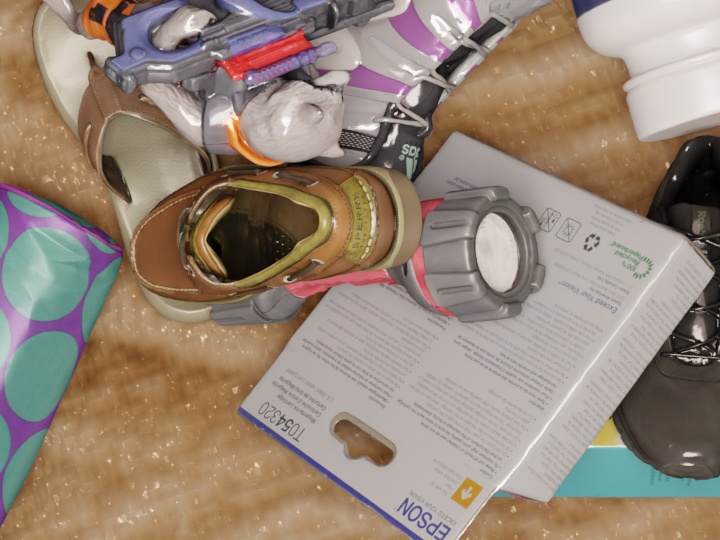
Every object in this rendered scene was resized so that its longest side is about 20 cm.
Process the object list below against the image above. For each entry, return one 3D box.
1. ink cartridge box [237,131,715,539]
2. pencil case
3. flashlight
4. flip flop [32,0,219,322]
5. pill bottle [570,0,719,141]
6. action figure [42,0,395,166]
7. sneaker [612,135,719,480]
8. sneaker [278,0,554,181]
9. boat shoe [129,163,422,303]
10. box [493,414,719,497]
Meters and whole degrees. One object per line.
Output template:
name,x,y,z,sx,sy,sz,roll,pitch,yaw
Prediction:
ink cartridge box,0.055,0.039,1.163,0.200,0.196,0.043,-53,130,-5
pencil case,-0.204,0.056,1.225,0.085,0.092,0.201,26,87,-38
flashlight,0.000,0.000,1.167,0.200,0.068,0.068,-8,92,41
flip flop,-0.121,-0.067,1.240,0.081,0.058,0.201,-20,87,2
pill bottle,0.165,-0.177,1.201,0.119,0.120,0.201,-15,87,2
action figure,-0.051,-0.121,1.153,0.199,0.105,0.194,-18,43,-20
sneaker,0.169,0.015,1.165,0.076,0.091,0.201,3,52,2
sneaker,0.032,-0.089,1.199,0.199,0.078,0.140,-17,75,28
boat shoe,-0.062,-0.022,1.138,0.200,0.068,0.072,-13,84,45
box,0.134,0.076,1.208,0.199,0.049,0.083,-1,52,3
